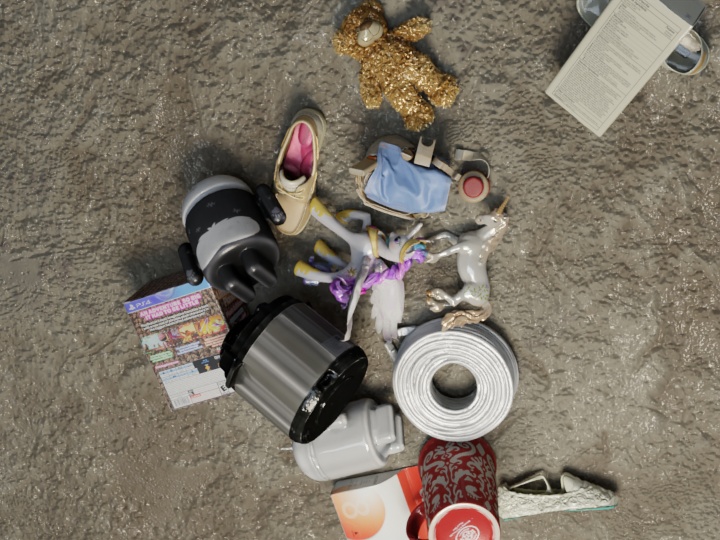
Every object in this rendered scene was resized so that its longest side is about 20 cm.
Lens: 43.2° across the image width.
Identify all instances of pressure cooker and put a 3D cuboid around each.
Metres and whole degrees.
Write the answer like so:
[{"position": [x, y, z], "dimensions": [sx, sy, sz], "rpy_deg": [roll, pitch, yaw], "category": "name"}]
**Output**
[{"position": [-0.107, 0.137, 1.374], "dimensions": [0.199, 0.176, 0.179], "rpy_deg": [36, 84, 17], "category": "pressure cooker"}]

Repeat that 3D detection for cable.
[{"position": [0.149, 0.171, 1.435], "dimensions": [0.197, 0.069, 0.202], "rpy_deg": [-19, 104, 17], "category": "cable"}]

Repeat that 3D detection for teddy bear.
[{"position": [0.051, -0.293, 1.299], "dimensions": [0.143, 0.067, 0.202], "rpy_deg": [-24, 103, 16], "category": "teddy bear"}]

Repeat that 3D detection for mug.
[{"position": [0.152, 0.375, 1.424], "dimensions": [0.131, 0.200, 0.180], "rpy_deg": [13, 107, -2], "category": "mug"}]

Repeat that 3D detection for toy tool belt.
[{"position": [0.087, -0.130, 1.310], "dimensions": [0.197, 0.123, 0.127], "rpy_deg": [12, 103, 8], "category": "toy tool belt"}]

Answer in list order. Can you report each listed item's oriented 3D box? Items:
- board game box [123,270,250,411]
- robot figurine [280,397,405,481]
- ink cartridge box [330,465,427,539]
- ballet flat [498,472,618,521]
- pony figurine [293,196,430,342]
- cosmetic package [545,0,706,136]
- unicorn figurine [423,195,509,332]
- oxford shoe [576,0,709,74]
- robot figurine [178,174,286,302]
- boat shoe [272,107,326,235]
[{"position": [-0.264, 0.105, 1.487], "dimensions": [0.157, 0.097, 0.203], "rpy_deg": [-16, 105, 17], "category": "board game box"}, {"position": [-0.028, 0.278, 1.487], "dimensions": [0.197, 0.114, 0.170], "rpy_deg": [-16, 139, 16], "category": "robot figurine"}, {"position": [0.066, 0.424, 1.552], "dimensions": [0.197, 0.050, 0.164], "rpy_deg": [-14, 106, 20], "category": "ink cartridge box"}, {"position": [0.313, 0.362, 1.470], "dimensions": [0.197, 0.072, 0.073], "rpy_deg": [-11, 106, 15], "category": "ballet flat"}, {"position": [0.000, 0.000, 1.371], "dimensions": [0.198, 0.166, 0.196], "rpy_deg": [20, 99, 27], "category": "pony figurine"}, {"position": [0.341, -0.286, 1.188], "dimensions": [0.103, 0.073, 0.201], "rpy_deg": [40, 137, 5], "category": "cosmetic package"}, {"position": [0.161, -0.016, 1.371], "dimensions": [0.135, 0.074, 0.203], "rpy_deg": [-6, 108, 5], "category": "unicorn figurine"}, {"position": [0.382, -0.326, 1.221], "dimensions": [0.198, 0.058, 0.076], "rpy_deg": [32, 115, 2], "category": "oxford shoe"}, {"position": [-0.195, -0.050, 1.375], "dimensions": [0.148, 0.201, 0.126], "rpy_deg": [-13, 144, -24], "category": "robot figurine"}, {"position": [-0.102, -0.144, 1.381], "dimensions": [0.073, 0.069, 0.203], "rpy_deg": [13, 111, 7], "category": "boat shoe"}]
